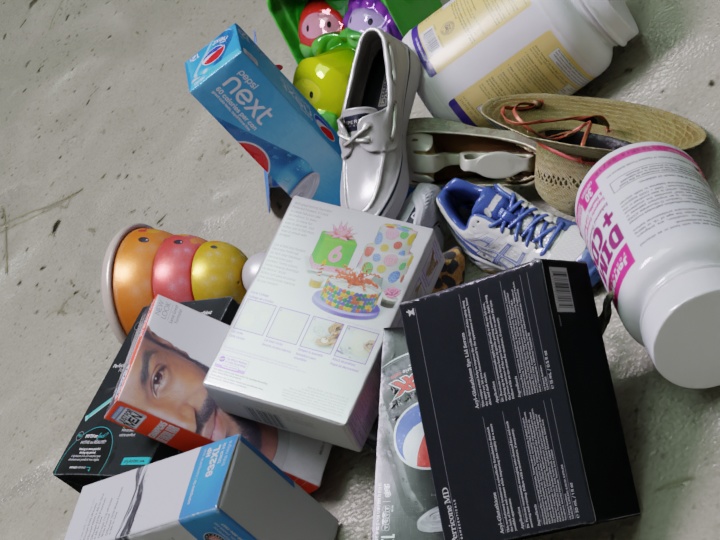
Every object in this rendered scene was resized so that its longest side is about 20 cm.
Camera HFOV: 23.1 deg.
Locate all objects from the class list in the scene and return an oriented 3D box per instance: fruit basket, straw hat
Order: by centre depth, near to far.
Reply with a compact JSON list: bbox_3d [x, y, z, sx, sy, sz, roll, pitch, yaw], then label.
[{"bbox_3d":[0.201,-0.094,1.565,0.201,0.200,0.086,-142,53,-58],"label":"straw hat"},{"bbox_3d":[-0.021,-0.239,1.948,0.214,0.156,0.216,-24,24,11],"label":"fruit basket"}]

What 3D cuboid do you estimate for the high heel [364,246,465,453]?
[{"bbox_3d":[0.068,0.081,1.546,0.201,0.071,0.142,-62,30,0],"label":"high heel"}]

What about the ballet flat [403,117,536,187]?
[{"bbox_3d":[0.088,-0.108,1.654,0.198,0.068,0.062,0,14,15],"label":"ballet flat"}]

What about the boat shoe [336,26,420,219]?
[{"bbox_3d":[0.009,-0.130,1.634,0.072,0.066,0.201,0,69,37],"label":"boat shoe"}]

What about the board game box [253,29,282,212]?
[{"bbox_3d":[-0.091,-0.166,1.938,0.039,0.202,0.158,-4,12,-4],"label":"board game box"}]

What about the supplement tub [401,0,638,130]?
[{"bbox_3d":[0.154,-0.222,1.710,0.199,0.145,0.146,-34,34,18],"label":"supplement tub"}]

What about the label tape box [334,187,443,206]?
[{"bbox_3d":[-0.013,-0.046,1.788,0.199,0.063,0.145,-24,38,30],"label":"label tape box"}]

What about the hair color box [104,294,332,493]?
[{"bbox_3d":[-0.118,0.116,1.595,0.064,0.199,0.112,135,156,-62],"label":"hair color box"}]

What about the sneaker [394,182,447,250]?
[{"bbox_3d":[0.000,0.000,1.653,0.114,0.075,0.201,21,86,26],"label":"sneaker"}]

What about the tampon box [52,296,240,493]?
[{"bbox_3d":[-0.169,0.145,1.703,0.149,0.126,0.201,-6,50,47],"label":"tampon box"}]

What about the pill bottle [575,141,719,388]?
[{"bbox_3d":[0.248,-0.006,1.396,0.113,0.113,0.201,-37,34,15],"label":"pill bottle"}]

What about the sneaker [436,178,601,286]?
[{"bbox_3d":[0.139,-0.032,1.576,0.199,0.088,0.075,16,65,53],"label":"sneaker"}]

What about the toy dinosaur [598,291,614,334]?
[{"bbox_3d":[0.161,0.071,1.445,0.088,0.047,0.201,-90,24,-53],"label":"toy dinosaur"}]

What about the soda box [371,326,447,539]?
[{"bbox_3d":[0.050,0.149,1.443,0.063,0.071,0.201,-3,63,13],"label":"soda box"}]

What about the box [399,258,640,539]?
[{"bbox_3d":[0.122,0.106,1.366,0.140,0.079,0.202,-17,78,34],"label":"box"}]

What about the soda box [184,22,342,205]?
[{"bbox_3d":[-0.082,-0.143,1.726,0.068,0.200,0.064,-35,32,14],"label":"soda box"}]

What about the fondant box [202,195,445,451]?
[{"bbox_3d":[-0.030,0.044,1.541,0.143,0.058,0.201,14,66,25],"label":"fondant box"}]

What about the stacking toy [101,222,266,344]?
[{"bbox_3d":[-0.160,0.013,1.858,0.199,0.146,0.147,-7,47,25],"label":"stacking toy"}]

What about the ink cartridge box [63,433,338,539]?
[{"bbox_3d":[-0.143,0.238,1.554,0.199,0.145,0.084,-21,39,34],"label":"ink cartridge box"}]
